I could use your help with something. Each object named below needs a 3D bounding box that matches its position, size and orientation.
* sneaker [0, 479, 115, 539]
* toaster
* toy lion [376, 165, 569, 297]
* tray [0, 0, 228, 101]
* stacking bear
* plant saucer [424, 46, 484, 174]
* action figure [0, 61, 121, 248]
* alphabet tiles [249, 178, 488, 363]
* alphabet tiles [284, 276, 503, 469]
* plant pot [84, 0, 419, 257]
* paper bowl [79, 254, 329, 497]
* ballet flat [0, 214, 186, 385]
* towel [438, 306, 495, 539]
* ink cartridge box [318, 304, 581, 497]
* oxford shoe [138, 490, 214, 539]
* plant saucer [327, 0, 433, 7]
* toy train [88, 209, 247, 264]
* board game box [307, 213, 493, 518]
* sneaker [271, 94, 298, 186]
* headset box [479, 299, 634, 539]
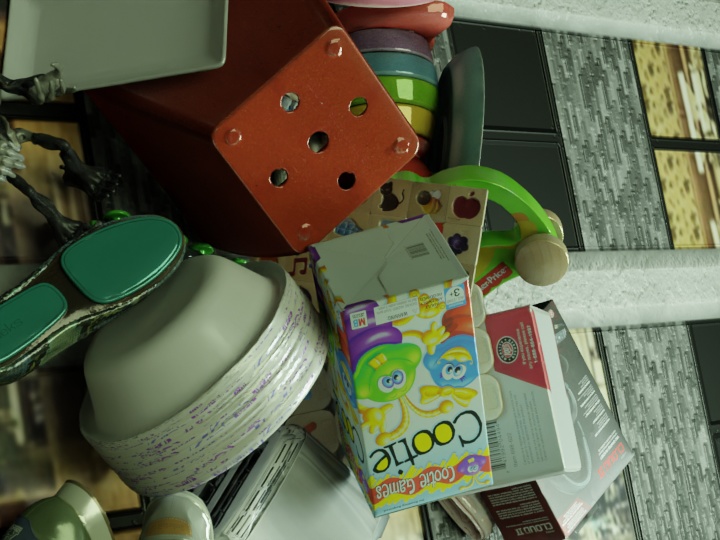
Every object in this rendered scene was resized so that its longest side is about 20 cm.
[{"bbox_3d":[-0.209,0.264,1.409,0.090,0.067,0.201,-30,103,-35],"label":"sneaker"},{"bbox_3d":[-0.073,0.221,1.530,0.129,0.113,0.200,48,49,-20],"label":"toaster"},{"bbox_3d":[0.057,-0.023,1.689,0.192,0.200,0.069,43,23,-23],"label":"toy lion"},{"bbox_3d":[-0.190,-0.190,1.489,0.022,0.199,0.108,41,47,-61],"label":"tray"},{"bbox_3d":[0.026,-0.138,1.760,0.113,0.121,0.201,2,76,-13],"label":"stacking bear"},{"bbox_3d":[0.085,-0.112,1.784,0.027,0.200,0.201,5,69,-6],"label":"plant saucer"},{"bbox_3d":[-0.266,-0.108,1.439,0.200,0.102,0.119,44,60,-31],"label":"action figure"},{"bbox_3d":[0.000,0.000,1.623,0.008,0.199,0.168,40,58,-72],"label":"alphabet tiles"},{"bbox_3d":[0.019,0.087,1.621,0.015,0.194,0.201,20,59,-72],"label":"alphabet tiles"},{"bbox_3d":[-0.068,-0.125,1.525,0.200,0.176,0.200,-42,122,-9],"label":"plant pot"},{"bbox_3d":[-0.130,0.067,1.449,0.105,0.200,0.201,52,45,-22],"label":"paper bowl"},{"bbox_3d":[-0.222,0.024,1.436,0.199,0.074,0.075,-30,100,-25],"label":"ballet flat"},{"bbox_3d":[0.101,0.124,1.812,0.191,0.032,0.200,53,46,-22],"label":"towel"},{"bbox_3d":[0.077,0.124,1.652,0.083,0.199,0.146,15,63,-73],"label":"ink cartridge box"},{"bbox_3d":[-0.136,0.265,1.441,0.058,0.075,0.201,-73,160,-67],"label":"oxford shoe"},{"bbox_3d":[0.007,-0.287,1.749,0.200,0.200,0.051,-25,126,-48],"label":"plant saucer"},{"bbox_3d":[-0.150,-0.001,1.561,0.199,0.056,0.042,22,55,-42],"label":"toy train"},{"bbox_3d":[0.032,0.076,1.492,0.102,0.105,0.201,-15,122,-9],"label":"board game box"},{"bbox_3d":[-0.123,-0.132,1.627,0.200,0.075,0.087,29,63,-38],"label":"sneaker"},{"bbox_3d":[0.166,0.154,1.791,0.149,0.077,0.201,-39,104,-45],"label":"headset box"}]
